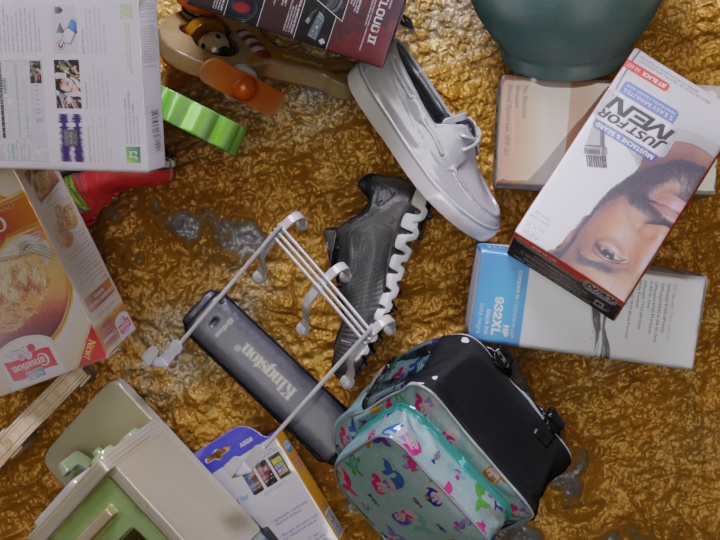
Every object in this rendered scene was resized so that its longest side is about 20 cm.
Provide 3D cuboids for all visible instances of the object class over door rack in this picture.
[{"bbox_3d":[-0.080,0.067,1.381,0.200,0.067,0.148,-44,69,4],"label":"over door rack"}]

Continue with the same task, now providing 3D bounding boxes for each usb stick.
[{"bbox_3d":[-0.084,0.101,1.441,0.200,0.033,0.056,43,95,0],"label":"usb stick"}]

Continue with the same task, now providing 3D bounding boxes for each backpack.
[{"bbox_3d":[0.065,0.165,1.349,0.178,0.200,0.151,48,61,-9],"label":"backpack"}]

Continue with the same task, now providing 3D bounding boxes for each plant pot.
[{"bbox_3d":[0.182,-0.251,1.347,0.198,0.201,0.136,-2,120,3],"label":"plant pot"}]

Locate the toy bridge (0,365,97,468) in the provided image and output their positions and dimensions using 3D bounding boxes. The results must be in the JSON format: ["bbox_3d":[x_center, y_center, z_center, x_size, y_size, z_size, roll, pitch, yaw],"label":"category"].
[{"bbox_3d":[-0.325,0.159,1.437,0.027,0.067,0.200,42,94,0],"label":"toy bridge"}]

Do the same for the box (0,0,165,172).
[{"bbox_3d":[-0.258,-0.156,1.258,0.198,0.036,0.146,3,102,19],"label":"box"}]

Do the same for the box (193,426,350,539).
[{"bbox_3d":[-0.086,0.246,1.440,0.118,0.041,0.201,-31,89,10],"label":"box"}]

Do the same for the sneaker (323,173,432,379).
[{"bbox_3d":[0.000,0.000,1.418,0.090,0.066,0.202,22,90,4],"label":"sneaker"}]

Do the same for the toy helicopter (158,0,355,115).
[{"bbox_3d":[-0.089,-0.189,1.388,0.198,0.133,0.079,12,123,-15],"label":"toy helicopter"}]

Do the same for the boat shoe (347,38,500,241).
[{"bbox_3d":[0.072,-0.121,1.380,0.068,0.072,0.201,-38,84,27],"label":"boat shoe"}]

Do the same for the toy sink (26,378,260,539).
[{"bbox_3d":[-0.216,0.222,1.388,0.200,0.112,0.130,47,114,4],"label":"toy sink"}]

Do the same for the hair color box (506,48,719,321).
[{"bbox_3d":[0.223,-0.073,1.284,0.110,0.064,0.201,32,76,9],"label":"hair color box"}]

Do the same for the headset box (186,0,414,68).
[{"bbox_3d":[-0.045,-0.252,1.338,0.198,0.149,0.076,17,110,-9],"label":"headset box"}]

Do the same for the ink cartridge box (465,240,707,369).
[{"bbox_3d":[0.197,0.029,1.368,0.197,0.145,0.085,8,93,2],"label":"ink cartridge box"}]

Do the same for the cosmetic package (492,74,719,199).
[{"bbox_3d":[0.222,-0.121,1.389,0.197,0.087,0.105,2,91,2],"label":"cosmetic package"}]

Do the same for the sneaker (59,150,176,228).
[{"bbox_3d":[-0.261,-0.070,1.427,0.197,0.077,0.086,-9,99,14],"label":"sneaker"}]

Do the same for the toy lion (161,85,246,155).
[{"bbox_3d":[-0.199,-0.160,1.357,0.190,0.200,0.069,27,92,20],"label":"toy lion"}]

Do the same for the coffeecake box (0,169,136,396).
[{"bbox_3d":[-0.321,0.001,1.388,0.152,0.073,0.202,-20,104,21],"label":"coffeecake box"}]
